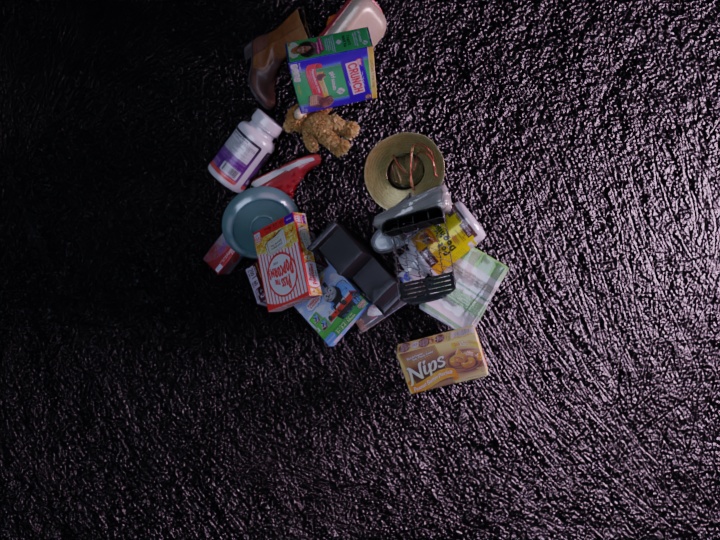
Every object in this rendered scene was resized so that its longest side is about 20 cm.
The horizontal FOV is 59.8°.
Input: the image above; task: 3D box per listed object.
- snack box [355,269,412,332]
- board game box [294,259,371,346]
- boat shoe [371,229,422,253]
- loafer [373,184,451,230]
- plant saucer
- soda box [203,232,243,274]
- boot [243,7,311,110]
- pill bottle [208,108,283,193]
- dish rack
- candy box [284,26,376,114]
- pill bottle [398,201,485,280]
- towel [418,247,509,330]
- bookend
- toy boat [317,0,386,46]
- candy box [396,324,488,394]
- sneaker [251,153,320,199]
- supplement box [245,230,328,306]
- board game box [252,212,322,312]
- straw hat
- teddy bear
[{"bbox_3d":[0.066,0.072,1.572,0.199,0.024,0.072,-35,80,12],"label":"snack box"},{"bbox_3d":[-0.089,0.067,1.592,0.200,0.037,0.152,46,101,18],"label":"board game box"},{"bbox_3d":[0.112,-0.107,1.535,0.200,0.065,0.075,-26,86,13],"label":"boat shoe"},{"bbox_3d":[0.120,-0.146,1.474,0.198,0.070,0.071,-16,65,24],"label":"loafer"},{"bbox_3d":[-0.248,-0.113,1.577,0.198,0.027,0.202,-10,123,-15],"label":"plant saucer"},{"bbox_3d":[-0.319,-0.084,1.637,0.063,0.070,0.200,43,101,12],"label":"soda box"},{"bbox_3d":[-0.192,-0.526,1.573,0.198,0.068,0.191,-18,75,32],"label":"boot"},{"bbox_3d":[-0.290,-0.308,1.603,0.111,0.111,0.201,41,100,9],"label":"pill bottle"},{"bbox_3d":[0.135,-0.029,1.410,0.152,0.054,0.203,-14,72,24],"label":"dish rack"},{"bbox_3d":[-0.065,-0.472,1.487,0.197,0.170,0.078,-13,62,-1],"label":"candy box"},{"bbox_3d":[0.189,-0.062,1.484,0.199,0.109,0.110,-40,83,13],"label":"pill bottle"},{"bbox_3d":[0.250,0.043,1.525,0.148,0.031,0.202,31,98,10],"label":"towel"},{"bbox_3d":[0.000,0.000,1.482,0.092,0.198,0.200,-44,73,9],"label":"bookend"},{"bbox_3d":[-0.041,-0.587,1.544,0.200,0.130,0.131,-48,51,10],"label":"toy boat"},{"bbox_3d":[0.197,0.216,1.514,0.198,0.055,0.117,-16,108,14],"label":"candy box"},{"bbox_3d":[-0.173,-0.216,1.608,0.198,0.078,0.117,-21,99,20],"label":"sneaker"},{"bbox_3d":[-0.189,-0.006,1.588,0.199,0.061,0.110,-35,62,18],"label":"supplement box"},{"bbox_3d":[-0.176,-0.017,1.497,0.151,0.046,0.203,-22,76,38],"label":"board game box"},{"bbox_3d":[0.113,-0.243,1.516,0.198,0.085,0.204,5,112,12],"label":"straw hat"},{"bbox_3d":[-0.100,-0.363,1.573,0.200,0.067,0.145,44,94,11],"label":"teddy bear"}]
